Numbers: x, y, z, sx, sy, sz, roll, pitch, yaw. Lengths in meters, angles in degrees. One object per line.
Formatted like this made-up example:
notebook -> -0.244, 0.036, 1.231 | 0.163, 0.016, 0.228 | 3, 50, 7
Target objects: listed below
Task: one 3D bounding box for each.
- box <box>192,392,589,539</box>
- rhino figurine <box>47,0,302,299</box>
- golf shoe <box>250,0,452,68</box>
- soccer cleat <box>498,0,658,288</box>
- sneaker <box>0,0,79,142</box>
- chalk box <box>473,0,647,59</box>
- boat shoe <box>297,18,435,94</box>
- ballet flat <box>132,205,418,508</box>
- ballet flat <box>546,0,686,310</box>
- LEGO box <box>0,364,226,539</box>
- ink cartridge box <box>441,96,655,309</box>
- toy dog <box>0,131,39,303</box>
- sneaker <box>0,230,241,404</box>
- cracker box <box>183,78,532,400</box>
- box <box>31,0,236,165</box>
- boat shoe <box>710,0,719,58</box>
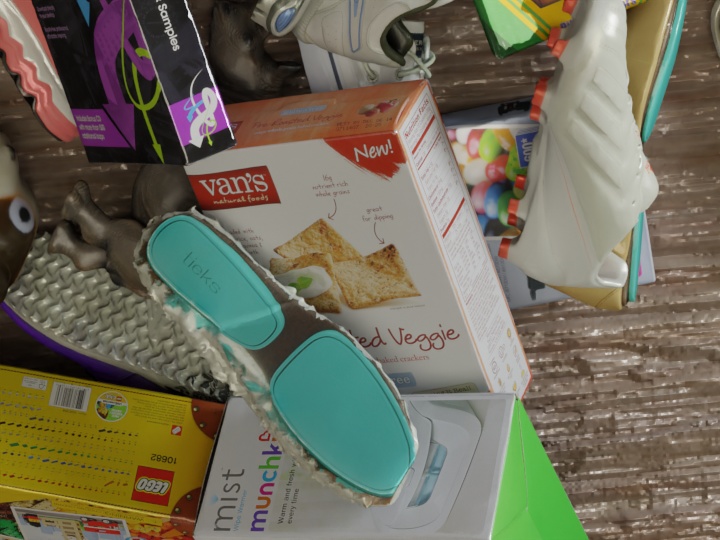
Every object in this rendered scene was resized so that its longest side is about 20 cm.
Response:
box -> 0.027, 0.158, 1.301 | 0.175, 0.097, 0.200 | -2, 144, 21
rhino figurine -> -0.095, -0.075, 1.331 | 0.087, 0.060, 0.201 | 32, 89, 1
golf shoe -> 0.020, -0.184, 1.192 | 0.097, 0.079, 0.200 | 28, 141, -2
soccer cleat -> 0.126, -0.069, 1.231 | 0.077, 0.070, 0.201 | 14, 136, 4
sneaker -> -0.187, -0.176, 1.304 | 0.086, 0.074, 0.201 | -30, 112, -5
chalk box -> 0.091, -0.239, 1.251 | 0.124, 0.124, 0.201 | -22, 108, 5
boat shoe -> 0.007, -0.121, 1.291 | 0.066, 0.074, 0.201 | -24, 91, 20
ballet flat -> -0.043, 0.048, 1.231 | 0.072, 0.072, 0.200 | -45, 78, 13
ballet flat -> 0.140, -0.075, 1.305 | 0.062, 0.069, 0.202 | 11, 106, 8
LEGO box -> -0.179, 0.125, 1.346 | 0.198, 0.078, 0.149 | 10, 151, 0
ink cartridge box -> 0.069, -0.034, 1.367 | 0.198, 0.042, 0.120 | -10, 109, 3
toy dog -> -0.281, -0.039, 1.304 | 0.198, 0.140, 0.196 | 9, 110, -6
sneaker -> -0.135, 0.057, 1.376 | 0.199, 0.070, 0.100 | 27, 144, 7
cracker box -> 0.000, 0.000, 1.267 | 0.133, 0.058, 0.201 | -5, 122, 28
box -> -0.139, -0.154, 1.211 | 0.036, 0.143, 0.202 | -23, 103, -24
boat shoe -> 0.279, -0.086, 1.343 | 0.072, 0.060, 0.200 | -38, 106, 11
